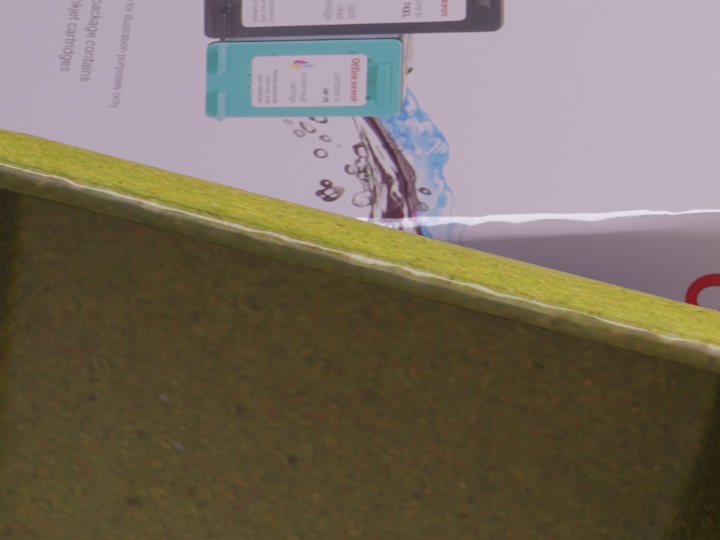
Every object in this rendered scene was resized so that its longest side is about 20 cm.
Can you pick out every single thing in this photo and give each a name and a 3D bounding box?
[{"bbox_3d":[0.000,0.000,0.702,0.198,0.147,0.147,-2,40,3],"label":"ink cartridge box"},{"bbox_3d":[-0.010,0.058,0.610,0.199,0.201,0.048,15,40,2],"label":"plant saucer"}]
